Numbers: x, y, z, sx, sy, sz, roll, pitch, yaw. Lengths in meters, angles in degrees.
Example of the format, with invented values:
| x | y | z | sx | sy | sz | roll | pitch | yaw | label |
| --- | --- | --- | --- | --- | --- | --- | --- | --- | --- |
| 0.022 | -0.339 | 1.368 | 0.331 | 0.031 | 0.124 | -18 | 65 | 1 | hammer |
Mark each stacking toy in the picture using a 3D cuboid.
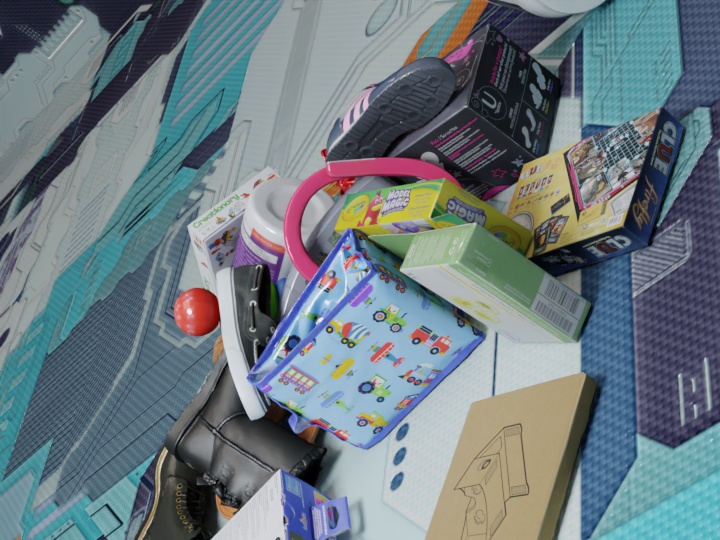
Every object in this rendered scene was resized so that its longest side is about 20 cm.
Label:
| x | y | z | sx | sy | sz | roll | pitch | yaw | label |
| --- | --- | --- | --- | --- | --- | --- | --- | --- | --- |
| -0.110 | 0.046 | 1.718 | 0.085 | 0.199 | 0.086 | 176 | 90 | -80 | stacking toy |

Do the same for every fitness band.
| x | y | z | sx | sy | sz | roll | pitch | yaw | label |
| --- | --- | --- | --- | --- | --- | --- | --- | --- | --- |
| 0.018 | -0.046 | 1.603 | 0.037 | 0.199 | 0.145 | -147 | 55 | -86 | fitness band |

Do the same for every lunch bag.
| x | y | z | sx | sy | sz | roll | pitch | yaw | label |
| --- | --- | --- | --- | --- | --- | --- | --- | --- | --- |
| -0.004 | 0.087 | 1.512 | 0.200 | 0.150 | 0.094 | -51 | 29 | 13 | lunch bag |

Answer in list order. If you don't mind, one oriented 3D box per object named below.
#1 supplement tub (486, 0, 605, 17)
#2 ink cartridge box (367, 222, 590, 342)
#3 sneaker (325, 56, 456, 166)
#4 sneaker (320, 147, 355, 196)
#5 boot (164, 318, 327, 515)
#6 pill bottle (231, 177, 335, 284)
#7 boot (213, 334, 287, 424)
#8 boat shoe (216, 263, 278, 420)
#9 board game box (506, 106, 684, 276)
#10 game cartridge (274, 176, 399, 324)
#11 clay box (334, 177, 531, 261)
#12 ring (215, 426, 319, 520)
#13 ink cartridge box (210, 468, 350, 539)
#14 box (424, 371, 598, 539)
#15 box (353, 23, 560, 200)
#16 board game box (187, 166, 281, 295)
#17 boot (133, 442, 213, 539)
| x | y | z | sx | sy | sz | roll | pitch | yaw | label |
| --- | --- | --- | --- | --- | --- | --- | --- | --- | --- |
| 0.201 | -0.361 | 1.721 | 0.141 | 0.140 | 0.200 | -55 | 23 | 2 | supplement tub |
| 0.099 | 0.015 | 1.416 | 0.200 | 0.145 | 0.048 | -7 | 54 | 61 | ink cartridge box |
| 0.028 | -0.182 | 1.618 | 0.200 | 0.070 | 0.082 | -36 | 38 | 42 | sneaker |
| -0.013 | -0.085 | 1.809 | 0.078 | 0.115 | 0.201 | -33 | 32 | 42 | sneaker |
| -0.102 | 0.165 | 1.626 | 0.162 | 0.073 | 0.199 | 32 | 82 | 32 | boot |
| -0.097 | -0.001 | 1.809 | 0.112 | 0.111 | 0.201 | -84 | 10 | -49 | pill bottle |
| -0.143 | 0.159 | 1.772 | 0.200 | 0.077 | 0.156 | 4 | 65 | 56 | boot |
| -0.111 | 0.066 | 1.592 | 0.056 | 0.069 | 0.201 | -17 | 47 | 3 | boat shoe |
| 0.210 | -0.065 | 1.445 | 0.200 | 0.035 | 0.136 | -20 | 42 | 55 | board game box |
| 0.000 | 0.000 | 1.648 | 0.201 | 0.133 | 0.041 | -57 | 13 | -2 | game cartridge |
| 0.075 | -0.039 | 1.476 | 0.200 | 0.115 | 0.048 | -6 | 59 | 57 | clay box |
| -0.098 | 0.195 | 1.731 | 0.200 | 0.019 | 0.201 | -43 | 26 | 27 | ring |
| -0.090 | 0.294 | 1.508 | 0.200 | 0.076 | 0.137 | -49 | 24 | 21 | ink cartridge box |
| 0.119 | 0.190 | 1.302 | 0.163 | 0.021 | 0.201 | -22 | 41 | 53 | box |
| 0.104 | -0.153 | 1.670 | 0.200 | 0.114 | 0.133 | -30 | 34 | 45 | box |
| -0.139 | -0.026 | 1.878 | 0.126 | 0.200 | 0.035 | -38 | 62 | -19 | board game box |
| -0.190 | 0.269 | 1.747 | 0.138 | 0.077 | 0.201 | -5 | 68 | 64 | boot |
